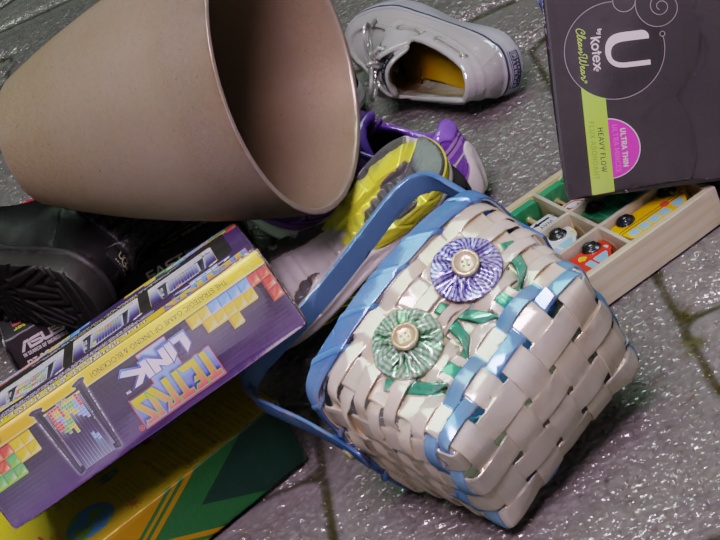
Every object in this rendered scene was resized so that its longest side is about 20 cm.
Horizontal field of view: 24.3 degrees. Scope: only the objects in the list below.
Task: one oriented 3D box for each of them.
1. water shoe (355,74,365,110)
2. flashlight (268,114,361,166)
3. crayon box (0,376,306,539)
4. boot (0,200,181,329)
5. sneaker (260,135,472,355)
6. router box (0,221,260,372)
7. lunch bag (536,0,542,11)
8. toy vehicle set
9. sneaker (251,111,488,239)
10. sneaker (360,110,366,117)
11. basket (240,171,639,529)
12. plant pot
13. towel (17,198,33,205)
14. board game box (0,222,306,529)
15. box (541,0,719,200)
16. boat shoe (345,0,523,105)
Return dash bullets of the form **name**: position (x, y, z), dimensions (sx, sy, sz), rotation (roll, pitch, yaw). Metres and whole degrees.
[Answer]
- **water shoe**: position (-0.086, -0.158, 1.432), dimensions (0.198, 0.079, 0.072), rotation (-5, 35, 33)
- **flashlight**: position (-0.088, -0.088, 1.223), dimensions (0.199, 0.068, 0.068), rotation (8, 50, 47)
- **crayon box**: position (-0.147, 0.139, 1.032), dimensions (0.199, 0.051, 0.127), rotation (-37, 31, -20)
- **boot**: position (-0.215, -0.041, 1.212), dimensions (0.209, 0.080, 0.158), rotation (12, 53, 31)
- **sneaker**: position (0.000, 0.000, 1.128), dimensions (0.200, 0.084, 0.075), rotation (-40, 51, 17)
- **router box**: position (-0.184, 0.000, 1.275), dimensions (0.199, 0.062, 0.150), rotation (-30, 29, -7)
- **lunch bag**: position (0.195, -0.293, 1.303), dimensions (0.159, 0.201, 0.076), rotation (-10, 24, 27)
- **toy vehicle set**: position (0.121, -0.007, 1.079), dimensions (0.199, 0.027, 0.124), rotation (-35, 30, -15)
- **sneaker**: position (-0.001, -0.076, 1.231), dimensions (0.198, 0.084, 0.081), rotation (-8, 33, 31)
- **sneaker**: position (-0.063, -0.120, 1.334), dimensions (0.199, 0.081, 0.089), rotation (1, 56, 39)
- **basket**: position (0.043, 0.035, 0.942), dimensions (0.177, 0.139, 0.199), rotation (-52, 40, -13)
- **plant pot**: position (-0.130, -0.109, 1.084), dimensions (0.198, 0.188, 0.188), rotation (-11, 32, 26)
- **towel**: position (-0.277, -0.034, 1.365), dimensions (0.199, 0.023, 0.144), rotation (-32, 3, -35)
- **board game box**: position (-0.134, 0.055, 0.992), dimensions (0.199, 0.057, 0.165), rotation (-35, 12, -2)
- **box**: position (0.184, -0.156, 1.102), dimensions (0.123, 0.150, 0.200), rotation (-8, 25, 8)
- **boat shoe**: position (0.034, -0.166, 1.351), dimensions (0.086, 0.075, 0.201), rotation (-23, 31, -32)
